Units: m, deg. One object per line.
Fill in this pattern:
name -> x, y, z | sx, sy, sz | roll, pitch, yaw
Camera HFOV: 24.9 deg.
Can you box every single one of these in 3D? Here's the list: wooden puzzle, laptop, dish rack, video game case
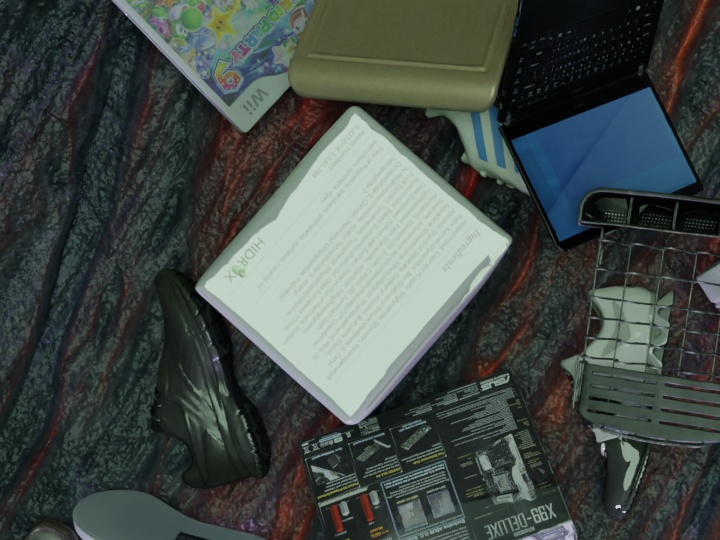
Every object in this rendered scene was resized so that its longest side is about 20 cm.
wooden puzzle -> 0.050, -0.225, 1.399 | 0.184, 0.037, 0.200 | 7, 63, 20
laptop -> 0.212, -0.146, 1.353 | 0.177, 0.200, 0.103 | -23, 48, -32
dish rack -> 0.246, 0.040, 1.317 | 0.153, 0.055, 0.201 | 8, 90, 22
video game case -> -0.121, -0.239, 1.410 | 0.143, 0.018, 0.200 | -48, 112, -9

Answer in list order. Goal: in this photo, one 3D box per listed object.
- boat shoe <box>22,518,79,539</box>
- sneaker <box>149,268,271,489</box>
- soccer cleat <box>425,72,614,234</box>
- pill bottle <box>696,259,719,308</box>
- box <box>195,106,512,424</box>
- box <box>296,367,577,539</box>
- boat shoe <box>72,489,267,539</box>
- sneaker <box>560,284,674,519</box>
boat shoe -> -0.291, 0.317, 1.414 | 0.074, 0.073, 0.201 | 14, 88, 4
sneaker -> -0.149, 0.097, 1.421 | 0.091, 0.076, 0.201 | -21, 84, 9
soccer cleat -> 0.141, -0.100, 1.421 | 0.200, 0.070, 0.086 | 47, 128, -7
pill bottle -> 0.375, 0.063, 1.361 | 0.120, 0.120, 0.200 | -34, 85, 1
box -> 0.000, 0.000, 1.350 | 0.171, 0.199, 0.200 | 42, 90, 5
box -> 0.062, 0.186, 1.368 | 0.199, 0.050, 0.158 | -20, 54, -1
boat shoe -> -0.161, 0.251, 1.411 | 0.200, 0.074, 0.066 | 18, 129, 22
sneaker -> 0.212, 0.110, 1.396 | 0.088, 0.074, 0.201 | 8, 78, 4
